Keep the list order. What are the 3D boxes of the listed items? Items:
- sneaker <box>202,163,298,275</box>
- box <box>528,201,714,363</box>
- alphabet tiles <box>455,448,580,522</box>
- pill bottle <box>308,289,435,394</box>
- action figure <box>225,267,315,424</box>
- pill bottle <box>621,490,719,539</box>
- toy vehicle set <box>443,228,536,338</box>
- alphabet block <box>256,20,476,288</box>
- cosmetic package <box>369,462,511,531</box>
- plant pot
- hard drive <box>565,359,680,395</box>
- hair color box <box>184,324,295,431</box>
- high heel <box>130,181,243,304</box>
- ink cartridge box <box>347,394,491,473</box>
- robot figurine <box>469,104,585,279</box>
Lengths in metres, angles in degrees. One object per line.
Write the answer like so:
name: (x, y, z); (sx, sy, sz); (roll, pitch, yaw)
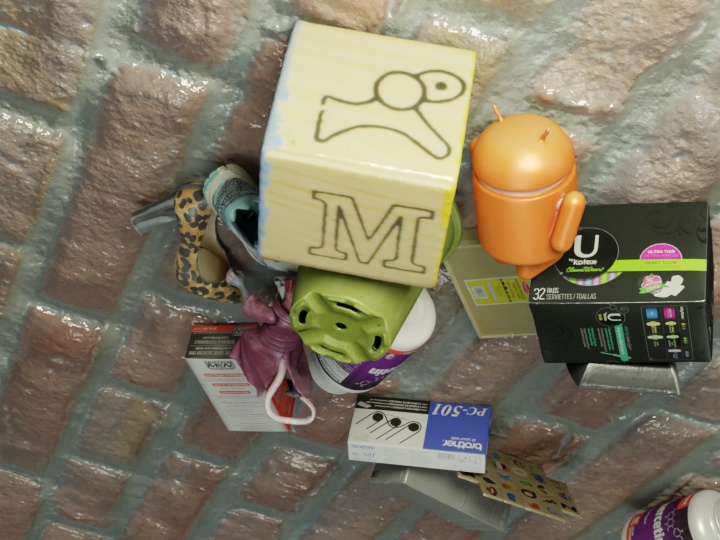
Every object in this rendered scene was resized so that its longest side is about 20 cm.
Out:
sneaker: (-0.112, -0.040, 1.751); (0.078, 0.086, 0.200); (-44, 130, 7)
box: (0.308, 0.015, 1.686); (0.199, 0.149, 0.125); (-2, 141, 17)
alphabet tiles: (0.224, 0.309, 2.127); (0.199, 0.167, 0.006); (20, 107, -13)
pill bottle: (0.008, 0.088, 1.899); (0.112, 0.113, 0.200); (23, 143, -16)
action figure: (-0.107, 0.082, 1.839); (0.133, 0.150, 0.200); (3, 141, -14)
pill bottle: (0.499, 0.401, 2.189); (0.112, 0.113, 0.200); (30, 140, -25)
toy vehicle set: (0.184, 0.017, 1.827); (0.124, 0.027, 0.200); (-4, 142, 20)
alphabet block: (0.006, -0.122, 1.542); (0.199, 0.196, 0.197); (11, 147, 2)
cosmetic package: (0.126, 0.323, 2.198); (0.200, 0.091, 0.107); (33, 159, -25)
plant pot: (0.000, 0.000, 1.690); (0.199, 0.191, 0.201); (13, 141, 11)
hard drive: (0.323, 0.106, 1.795); (0.134, 0.200, 0.043); (5, 102, 3)
hair color box: (-0.171, 0.157, 2.088); (0.101, 0.062, 0.200); (-1, 144, 16)
high heel: (-0.177, -0.030, 1.822); (0.142, 0.072, 0.200); (-20, 129, 38)
ink cartridge box: (0.087, 0.235, 2.094); (0.199, 0.094, 0.044); (5, 133, 8)
robot figurine: (0.183, -0.087, 1.592); (0.116, 0.144, 0.201); (-6, 130, 4)
